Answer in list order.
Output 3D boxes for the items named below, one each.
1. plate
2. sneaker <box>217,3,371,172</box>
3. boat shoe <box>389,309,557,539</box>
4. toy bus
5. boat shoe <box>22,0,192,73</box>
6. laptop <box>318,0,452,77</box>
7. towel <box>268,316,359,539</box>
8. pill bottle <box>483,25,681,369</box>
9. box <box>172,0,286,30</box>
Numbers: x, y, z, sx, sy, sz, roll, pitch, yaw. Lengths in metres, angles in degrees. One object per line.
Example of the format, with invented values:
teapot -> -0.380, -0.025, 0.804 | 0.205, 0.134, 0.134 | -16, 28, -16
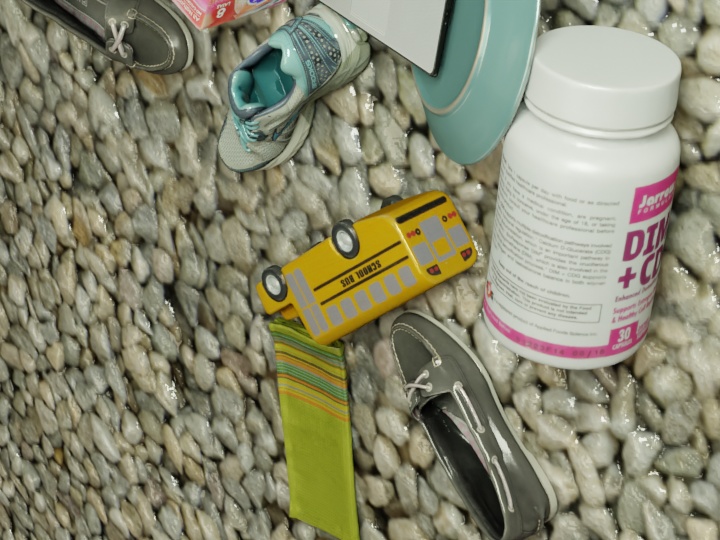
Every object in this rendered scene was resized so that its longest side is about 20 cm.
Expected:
plate -> 0.066, -0.170, 1.112 | 0.200, 0.025, 0.202 | -179, 90, -71
sneaker -> -0.077, -0.138, 1.319 | 0.078, 0.086, 0.200 | 56, 141, 12
boat shoe -> 0.076, 0.120, 1.305 | 0.201, 0.057, 0.067 | 55, 141, 12
toy bus -> 0.000, 0.000, 1.323 | 0.200, 0.065, 0.079 | -31, 87, 51
boat shoe -> -0.226, -0.217, 1.459 | 0.200, 0.057, 0.067 | 34, 132, 33
laptop -> -0.021, -0.253, 1.123 | 0.187, 0.115, 0.201 | 43, 129, 54
towel -> -0.040, 0.142, 1.481 | 0.086, 0.018, 0.201 | 20, 124, 43
pill bottle -> 0.144, -0.047, 1.094 | 0.113, 0.113, 0.201 | 30, 130, 35
box -> -0.135, -0.293, 1.297 | 0.200, 0.094, 0.103 | 49, 140, 19
